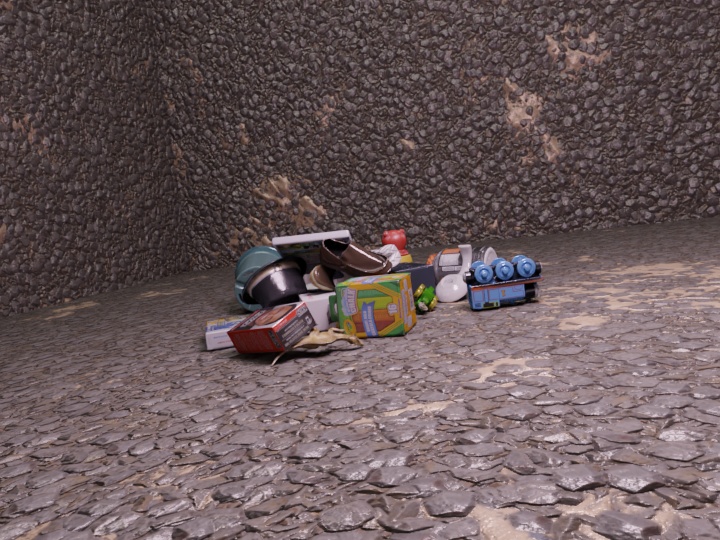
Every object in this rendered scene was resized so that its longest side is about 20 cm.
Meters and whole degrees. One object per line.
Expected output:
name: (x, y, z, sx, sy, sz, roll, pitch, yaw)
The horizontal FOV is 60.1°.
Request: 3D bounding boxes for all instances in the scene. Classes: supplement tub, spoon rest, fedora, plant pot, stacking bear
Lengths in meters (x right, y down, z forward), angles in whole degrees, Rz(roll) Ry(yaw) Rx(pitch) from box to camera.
supplement tub: (0.308, -0.006, 1.887, 0.198, 0.125, 0.122, -3, 7, 35)
spoon rest: (0.274, 0.017, 1.755, 0.098, 0.061, 0.201, -1, 45, 36)
fedora: (-0.211, 0.054, 1.646, 0.199, 0.092, 0.201, -30, -25, -16)
plant pot: (-0.326, 0.037, 2.032, 0.197, 0.204, 0.196, -7, 13, 0)
stacking bear: (0.111, -0.025, 1.931, 0.120, 0.203, 0.114, -9, 6, -16)

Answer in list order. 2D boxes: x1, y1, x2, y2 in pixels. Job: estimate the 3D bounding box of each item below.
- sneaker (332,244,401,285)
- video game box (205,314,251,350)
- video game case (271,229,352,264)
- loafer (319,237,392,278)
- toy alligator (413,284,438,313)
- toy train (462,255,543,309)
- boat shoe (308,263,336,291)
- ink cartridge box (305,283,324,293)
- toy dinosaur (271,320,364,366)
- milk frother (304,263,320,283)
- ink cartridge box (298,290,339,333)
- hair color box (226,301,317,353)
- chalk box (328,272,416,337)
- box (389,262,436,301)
sneaker: (0.000, 0.000, 1.637, 0.198, 0.080, 0.129, -33, 2, -25)
video game box: (-0.299, 0.149, 1.573, 0.179, 0.048, 0.200, -6, 5, -13)
video game case: (-0.116, -0.057, 1.640, 0.197, 0.022, 0.183, -5, -17, 5)
loafer: (-0.018, -0.030, 1.513, 0.197, 0.072, 0.074, 12, 52, 21)
toy alligator: (0.158, 0.085, 1.600, 0.054, 0.059, 0.200, -51, -2, 19)
toy train: (0.352, 0.030, 1.535, 0.197, 0.116, 0.087, -8, 9, 0)
boat shoe: (-0.084, 0.024, 1.625, 0.075, 0.073, 0.199, -21, -10, 27)
ink cartridge box: (-0.084, 0.073, 1.778, 0.197, 0.096, 0.037, -7, 40, -5)
toy dinosaur: (-0.095, 0.144, 1.298, 0.197, 0.059, 0.101, -9, 7, -13)
milk frother: (-0.108, 0.012, 1.922, 0.197, 0.191, 0.180, -4, 8, 24)
ink cartridge box: (-0.050, 0.094, 1.578, 0.197, 0.087, 0.148, -9, 5, -8)
hair color box: (-0.194, 0.125, 1.341, 0.199, 0.062, 0.101, -11, 22, 49)
chalk box: (0.016, 0.082, 1.433, 0.197, 0.127, 0.124, -7, 5, 18)
box: (0.107, 0.042, 1.766, 0.146, 0.109, 0.200, -9, 5, -18)
